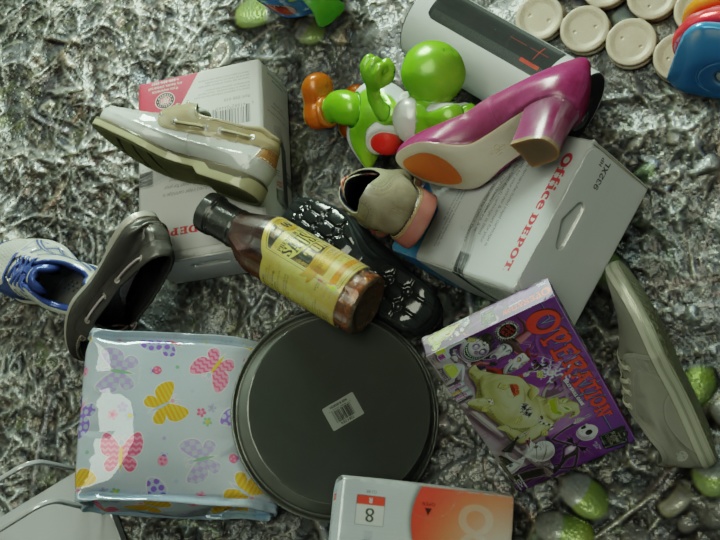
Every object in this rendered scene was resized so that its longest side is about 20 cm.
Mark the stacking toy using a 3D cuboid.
[{"bbox_3d":[0.349,-0.263,1.174,0.109,0.116,0.202,11,71,6],"label":"stacking toy"}]

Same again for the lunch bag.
[{"bbox_3d":[-0.168,0.154,1.242,0.198,0.127,0.171,2,73,-6],"label":"lunch bag"}]

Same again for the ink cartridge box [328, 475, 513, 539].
[{"bbox_3d":[0.047,0.288,1.125,0.161,0.050,0.202,8,73,-10],"label":"ink cartridge box"}]

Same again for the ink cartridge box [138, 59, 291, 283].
[{"bbox_3d":[-0.149,-0.098,1.329,0.144,0.085,0.202,-8,71,18],"label":"ink cartridge box"}]

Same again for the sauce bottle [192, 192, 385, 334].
[{"bbox_3d":[-0.072,-0.012,1.202,0.199,0.066,0.066,29,86,21],"label":"sauce bottle"}]

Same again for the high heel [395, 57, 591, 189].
[{"bbox_3d":[0.114,-0.132,1.126,0.199,0.067,0.096,-12,45,53],"label":"high heel"}]

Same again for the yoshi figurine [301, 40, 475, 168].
[{"bbox_3d":[0.036,-0.174,1.236,0.199,0.112,0.113,10,49,48],"label":"yoshi figurine"}]

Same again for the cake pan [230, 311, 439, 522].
[{"bbox_3d":[-0.021,0.131,1.195,0.198,0.037,0.202,2,77,-8],"label":"cake pan"}]

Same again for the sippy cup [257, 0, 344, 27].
[{"bbox_3d":[-0.083,-0.335,1.346,0.138,0.130,0.180,-5,74,18],"label":"sippy cup"}]

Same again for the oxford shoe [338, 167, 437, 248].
[{"bbox_3d":[0.015,-0.075,1.207,0.074,0.200,0.071,29,90,-14],"label":"oxford shoe"}]

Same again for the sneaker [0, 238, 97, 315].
[{"bbox_3d":[-0.336,0.002,1.369,0.198,0.088,0.076,15,82,25],"label":"sneaker"}]

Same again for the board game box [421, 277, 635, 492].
[{"bbox_3d":[0.148,0.104,1.105,0.119,0.200,0.032,-29,37,9],"label":"board game box"}]

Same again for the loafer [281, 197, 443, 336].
[{"bbox_3d":[0.000,0.000,1.252,0.200,0.070,0.068,38,86,28],"label":"loafer"}]

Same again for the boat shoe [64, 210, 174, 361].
[{"bbox_3d":[-0.239,0.031,1.270,0.057,0.066,0.201,54,128,30],"label":"boat shoe"}]

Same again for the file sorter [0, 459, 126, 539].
[{"bbox_3d":[-0.309,0.302,1.254,0.138,0.124,0.201,-31,66,9],"label":"file sorter"}]

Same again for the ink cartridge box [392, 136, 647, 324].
[{"bbox_3d":[0.138,-0.047,1.157,0.200,0.083,0.146,22,81,58],"label":"ink cartridge box"}]

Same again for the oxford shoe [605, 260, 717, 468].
[{"bbox_3d":[0.245,0.087,1.099,0.057,0.075,0.201,-21,104,20],"label":"oxford shoe"}]

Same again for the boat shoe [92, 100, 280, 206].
[{"bbox_3d":[-0.168,-0.128,1.264,0.199,0.075,0.069,22,78,17],"label":"boat shoe"}]

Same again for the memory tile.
[{"bbox_3d":[0.264,-0.272,1.261,0.199,0.017,0.154,22,84,25],"label":"memory tile"}]

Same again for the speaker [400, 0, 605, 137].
[{"bbox_3d":[0.138,-0.201,1.254,0.199,0.081,0.081,36,89,25],"label":"speaker"}]
